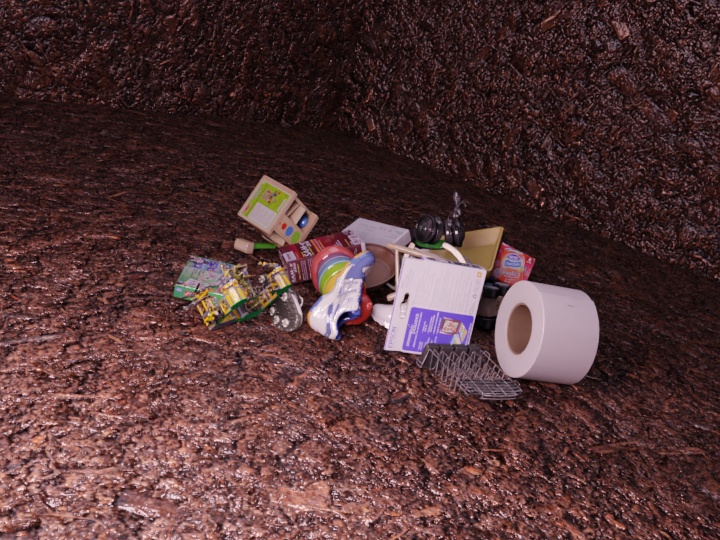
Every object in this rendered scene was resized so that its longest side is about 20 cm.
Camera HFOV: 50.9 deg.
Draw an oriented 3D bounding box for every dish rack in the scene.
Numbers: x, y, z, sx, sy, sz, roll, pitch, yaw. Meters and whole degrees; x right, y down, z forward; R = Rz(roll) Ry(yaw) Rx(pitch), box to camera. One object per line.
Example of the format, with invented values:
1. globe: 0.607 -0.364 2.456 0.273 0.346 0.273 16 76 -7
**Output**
1. dish rack: 0.217 0.206 1.486 0.150 0.056 0.200 4 22 -28

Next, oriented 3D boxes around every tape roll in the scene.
1. tape roll: 0.391 0.133 1.606 0.136 0.207 0.203 10 18 -18

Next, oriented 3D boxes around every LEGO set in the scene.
1. LEGO set: -0.242 0.024 1.463 0.198 0.154 0.117 -22 75 -47

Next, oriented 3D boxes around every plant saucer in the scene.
1. plant saucer: 0.000 0.000 1.867 0.195 0.037 0.202 -4 33 2
2. plant saucer: 0.264 -0.027 1.937 0.196 0.049 0.201 -8 32 27

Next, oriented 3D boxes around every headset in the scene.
1. headset: 0.187 -0.103 1.729 0.120 0.096 0.200 5 -17 -13

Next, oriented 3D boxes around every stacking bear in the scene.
1. stacking bear: -0.032 0.044 1.678 0.120 0.115 0.201 -31 41 -1

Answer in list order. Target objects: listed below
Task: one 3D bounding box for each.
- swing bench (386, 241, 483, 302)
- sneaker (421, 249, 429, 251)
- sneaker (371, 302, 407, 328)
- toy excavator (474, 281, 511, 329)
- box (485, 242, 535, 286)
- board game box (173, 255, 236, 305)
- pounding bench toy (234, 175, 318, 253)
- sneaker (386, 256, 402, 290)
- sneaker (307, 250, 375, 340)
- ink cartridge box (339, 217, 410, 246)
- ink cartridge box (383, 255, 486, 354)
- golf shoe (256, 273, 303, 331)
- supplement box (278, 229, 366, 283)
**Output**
1. swing bench: 0.176 0.009 1.749 0.195 0.133 0.199 -3 -7 16
2. sneaker: 0.174 -0.038 2.118 0.195 0.102 0.075 6 21 -22
3. sneaker: 0.119 0.100 1.678 0.195 0.082 0.076 16 19 8
4. toy excavator: 0.288 0.065 1.930 0.197 0.102 0.193 16 14 35
5. box: 0.377 0.008 2.006 0.098 0.097 0.200 26 -11 1
6. board game box: -0.318 0.023 1.628 0.131 0.030 0.201 14 17 -7
7. pounding bench toy: -0.229 -0.107 1.970 0.123 0.202 0.156 29 -9 33
8. sneaker: 0.089 0.002 1.971 0.088 0.068 0.200 11 20 -29
9. sneaker: -0.020 0.055 1.564 0.087 0.201 0.075 33 -11 21
10. ink cartridge box: 0.004 -0.062 2.038 0.194 0.044 0.199 17 46 43
11. ink cartridge box: 0.151 0.076 1.579 0.195 0.203 0.043 9 11 -22
12. golf shoe: -0.149 0.066 1.569 0.087 0.079 0.200 15 16 -31
13. supplement box: -0.092 -0.035 1.833 0.195 0.062 0.109 -15 25 -13
